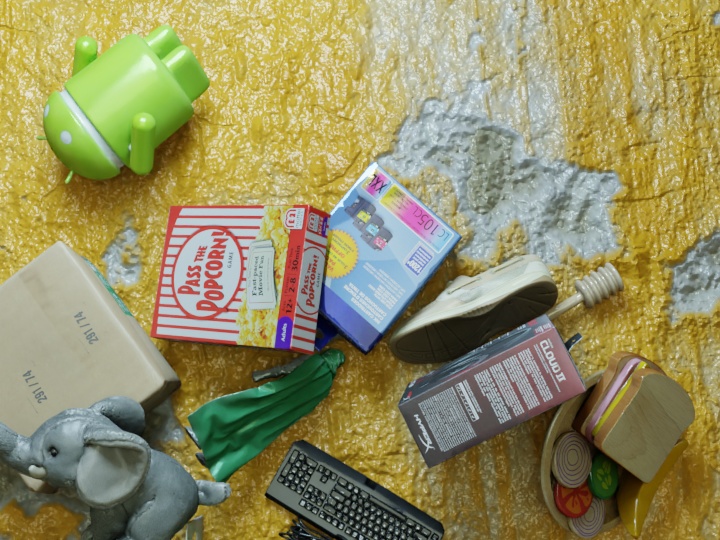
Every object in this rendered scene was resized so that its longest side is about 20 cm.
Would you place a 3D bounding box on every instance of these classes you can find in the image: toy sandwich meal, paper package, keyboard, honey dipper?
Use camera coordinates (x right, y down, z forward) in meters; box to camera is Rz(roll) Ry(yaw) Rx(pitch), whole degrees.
[{"bbox_3d":[0.279,0.194,1.112,0.203,0.070,0.208,-7,103,-32],"label":"toy sandwich meal"},{"bbox_3d":[-0.328,0.105,1.134,0.190,0.104,0.201,-38,84,-8],"label":"paper package"},{"bbox_3d":[-0.011,0.279,1.148,0.198,0.040,0.105,29,82,4],"label":"keyboard"},{"bbox_3d":[0.208,0.055,1.189,0.198,0.038,0.038,-29,83,-2],"label":"honey dipper"}]

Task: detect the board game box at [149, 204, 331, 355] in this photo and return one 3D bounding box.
[{"bbox_3d":[-0.133,0.008,1.132,0.198,0.046,0.154,1,80,33],"label":"board game box"}]

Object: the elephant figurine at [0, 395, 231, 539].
[{"bbox_3d":[-0.256,0.189,1.021,0.155,0.140,0.202,-46,122,-42],"label":"elephant figurine"}]

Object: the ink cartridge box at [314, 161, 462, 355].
[{"bbox_3d":[0.000,0.000,1.172,0.136,0.076,0.201,39,84,4],"label":"ink cartridge box"}]

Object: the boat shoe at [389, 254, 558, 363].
[{"bbox_3d":[0.123,0.042,1.176,0.198,0.072,0.065,-25,42,7],"label":"boat shoe"}]

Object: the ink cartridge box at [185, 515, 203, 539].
[{"bbox_3d":[-0.216,0.360,1.093,0.066,0.117,0.203,8,81,0],"label":"ink cartridge box"}]

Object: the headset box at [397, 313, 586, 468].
[{"bbox_3d":[0.147,0.119,1.098,0.198,0.149,0.078,-29,89,8],"label":"headset box"}]

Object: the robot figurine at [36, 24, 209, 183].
[{"bbox_3d":[-0.269,-0.184,1.170,0.199,0.116,0.176,-38,62,-5],"label":"robot figurine"}]

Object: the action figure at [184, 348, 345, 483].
[{"bbox_3d":[-0.096,0.145,1.144,0.199,0.119,0.055,-31,43,-24],"label":"action figure"}]
